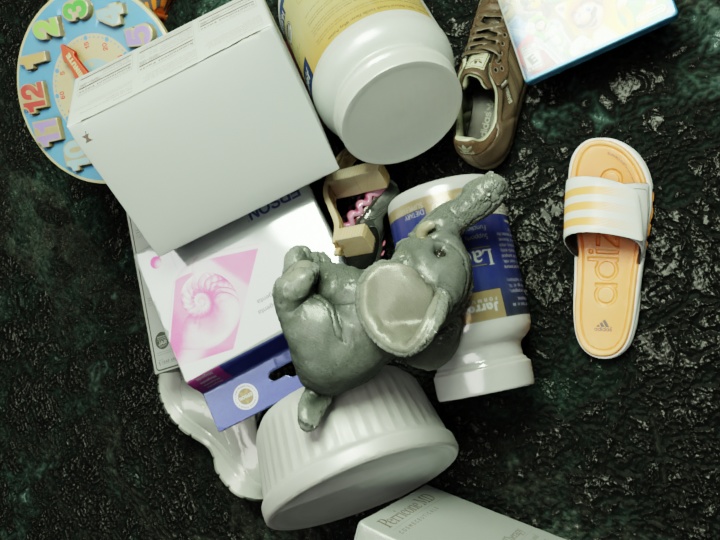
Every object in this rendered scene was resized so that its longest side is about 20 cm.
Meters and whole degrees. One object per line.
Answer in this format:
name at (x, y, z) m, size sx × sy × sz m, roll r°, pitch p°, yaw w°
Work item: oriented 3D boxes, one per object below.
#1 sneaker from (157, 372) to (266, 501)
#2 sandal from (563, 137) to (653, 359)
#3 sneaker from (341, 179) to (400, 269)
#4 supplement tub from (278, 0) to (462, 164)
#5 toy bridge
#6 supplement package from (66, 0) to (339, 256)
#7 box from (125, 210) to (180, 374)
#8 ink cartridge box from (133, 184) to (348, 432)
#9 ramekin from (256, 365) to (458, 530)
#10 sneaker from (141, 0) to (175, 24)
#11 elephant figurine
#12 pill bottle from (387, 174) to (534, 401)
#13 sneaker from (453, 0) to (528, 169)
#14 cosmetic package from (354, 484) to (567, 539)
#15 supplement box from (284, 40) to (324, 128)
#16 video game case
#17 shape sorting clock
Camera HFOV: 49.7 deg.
sneaker at (-0.158, 0.174, 0.913) m, size 0.200 × 0.074 × 0.087 m, roll 42°, pitch 94°, yaw 16°
sandal at (0.227, -0.023, 0.717) m, size 0.078 × 0.059 × 0.209 m, roll -2°, pitch 86°, yaw 27°
sneaker at (0.000, 0.000, 0.840) m, size 0.095 × 0.079 × 0.201 m, roll 30°, pitch 97°, yaw -3°
supplement tub at (0.008, -0.218, 0.771) m, size 0.144 × 0.144 × 0.201 m, roll -37°, pitch 53°, yaw 21°
toy bridge at (-0.004, -0.092, 0.798) m, size 0.067 × 0.027 × 0.201 m, roll -9°, pitch 47°, yaw 27°
supplement package at (-0.145, -0.139, 0.739) m, size 0.198 × 0.157 × 0.111 m, roll -25°, pitch 37°, yaw 3°
box at (-0.186, 0.003, 0.865) m, size 0.116 × 0.060 × 0.202 m, roll -19°, pitch 79°, yaw 26°
ink cartridge box at (-0.103, 0.030, 0.782) m, size 0.195 × 0.043 × 0.202 m, roll -27°, pitch 78°, yaw 3°
ramekin at (-0.011, 0.171, 0.761) m, size 0.201 × 0.202 × 0.095 m, roll -33°, pitch 62°, yaw 22°
sneaker at (-0.235, -0.249, 0.852) m, size 0.200 × 0.077 × 0.113 m, roll -42°, pitch 71°, yaw 29°
elephant figurine at (0.035, 0.025, 0.659) m, size 0.198 × 0.142 × 0.157 m, roll -9°, pitch 113°, yaw 19°
pill bottle at (0.100, 0.019, 0.751) m, size 0.115 × 0.115 × 0.202 m, roll -16°, pitch 80°, yaw 26°
sneaker at (0.133, -0.204, 0.768) m, size 0.070 × 0.075 × 0.203 m, roll 6°, pitch 89°, yaw 28°
cosmetic package at (0.099, 0.322, 0.704) m, size 0.198 × 0.167 × 0.168 m, roll 15°, pitch 95°, yaw 27°
supplement box at (-0.152, -0.198, 0.899) m, size 0.198 × 0.110 × 0.087 m, roll -4°, pitch 83°, yaw 27°
video game case at (0.189, -0.294, 0.718) m, size 0.142 × 0.018 × 0.202 m, roll -20°, pitch 81°, yaw 25°
shape sorting clock at (-0.276, -0.192, 0.811) m, size 0.198 × 0.039 × 0.203 m, roll 5°, pitch 103°, yaw 20°
